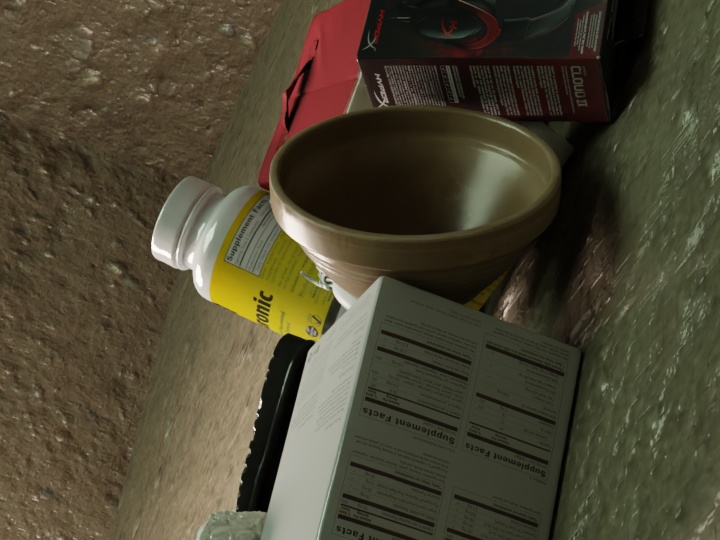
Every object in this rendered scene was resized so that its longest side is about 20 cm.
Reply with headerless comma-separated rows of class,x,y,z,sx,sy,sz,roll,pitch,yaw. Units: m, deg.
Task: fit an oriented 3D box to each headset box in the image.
headset box,0.112,-0.189,1.234,0.075,0.200,0.149,68,-150,-53

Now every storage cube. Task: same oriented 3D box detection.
storage cube,0.042,-0.124,1.418,0.180,0.200,0.171,-2,69,71

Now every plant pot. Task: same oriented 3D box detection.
plant pot,0.039,-0.033,1.158,0.201,0.200,0.093,-90,-2,-59

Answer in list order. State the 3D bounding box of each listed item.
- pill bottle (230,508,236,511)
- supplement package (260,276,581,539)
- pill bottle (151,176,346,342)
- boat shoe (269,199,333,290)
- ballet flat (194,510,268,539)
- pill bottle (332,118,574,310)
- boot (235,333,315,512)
pill bottle,-0.106,0.298,1.542,0.200,0.112,0.112,-83,14,-80
supplement package,0.034,0.140,1.105,0.152,0.150,0.200,133,154,-60
pill bottle,-0.078,-0.008,1.472,0.111,0.200,0.111,-59,-14,-24
boat shoe,0.000,0.000,1.366,0.062,0.200,0.075,-52,9,-7
ballet flat,-0.025,0.209,1.183,0.072,0.200,0.072,-38,34,31
pill bottle,0.075,-0.034,1.274,0.200,0.104,0.104,-53,14,6
boot,-0.007,0.161,1.285,0.079,0.158,0.211,-43,-33,-68
